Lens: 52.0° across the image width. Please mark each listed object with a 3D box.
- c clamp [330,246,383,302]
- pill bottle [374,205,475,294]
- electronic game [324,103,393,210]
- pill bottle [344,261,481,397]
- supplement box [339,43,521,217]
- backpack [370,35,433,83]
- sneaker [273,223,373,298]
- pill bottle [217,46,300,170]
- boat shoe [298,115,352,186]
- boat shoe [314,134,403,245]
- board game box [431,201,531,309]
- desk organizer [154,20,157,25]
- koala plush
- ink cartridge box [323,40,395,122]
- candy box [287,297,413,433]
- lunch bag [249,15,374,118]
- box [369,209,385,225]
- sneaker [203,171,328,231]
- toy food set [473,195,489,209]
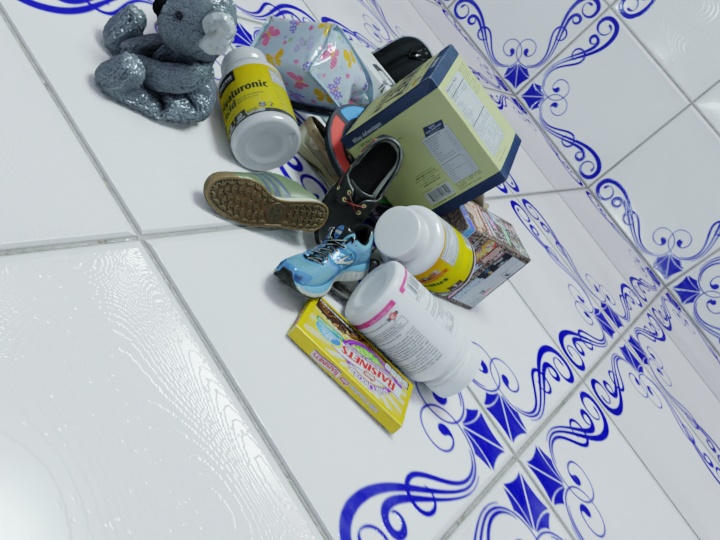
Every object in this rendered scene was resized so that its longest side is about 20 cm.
[{"bbox_3d":[0.000,0.000,1.188,0.171,0.027,0.201,42,29,-11],"label":"c clamp"},{"bbox_3d":[0.100,-0.034,1.162,0.200,0.109,0.110,26,33,-57],"label":"pill bottle"},{"bbox_3d":[0.018,-0.197,1.275,0.199,0.041,0.202,22,54,-35],"label":"electronic game"},{"bbox_3d":[0.081,0.091,1.095,0.200,0.113,0.114,44,27,-19],"label":"pill bottle"},{"bbox_3d":[0.116,-0.211,1.197,0.200,0.199,0.135,49,39,-16],"label":"supplement box"},{"bbox_3d":[0.084,-0.421,1.666,0.179,0.199,0.151,63,11,29],"label":"backpack"},{"bbox_3d":[-0.048,-0.027,1.053,0.078,0.091,0.199,33,29,21],"label":"sneaker"},{"bbox_3d":[-0.169,-0.267,1.187,0.111,0.111,0.201,21,37,-42],"label":"pill bottle"},{"bbox_3d":[-0.036,-0.194,1.340,0.200,0.064,0.072,41,28,-17],"label":"boat shoe"},{"bbox_3d":[-0.006,-0.118,1.120,0.073,0.202,0.063,35,5,-4],"label":"boat shoe"},{"bbox_3d":[0.186,-0.034,1.364,0.199,0.159,0.098,22,36,-42],"label":"board game box"},{"bbox_3d":[-0.271,-0.410,1.210,0.077,0.072,0.200,42,13,-20],"label":"desk organizer"},{"bbox_3d":[-0.246,-0.327,1.051,0.183,0.200,0.179,28,33,-35],"label":"koala plush"},{"bbox_3d":[0.004,-0.336,1.494,0.201,0.145,0.083,52,25,7],"label":"ink cartridge box"},{"bbox_3d":[-0.009,0.125,1.018,0.200,0.026,0.102,44,29,-9],"label":"candy box"},{"bbox_3d":[-0.082,-0.344,1.326,0.168,0.128,0.200,20,-12,33],"label":"lunch bag"},{"bbox_3d":[0.047,-0.176,1.371,0.143,0.036,0.201,50,42,-33],"label":"box"},{"bbox_3d":[-0.148,-0.110,1.083,0.199,0.068,0.090,11,23,-37],"label":"sneaker"},{"bbox_3d":[0.169,-0.195,1.352,0.142,0.201,0.061,17,58,20],"label":"toy food set"}]
